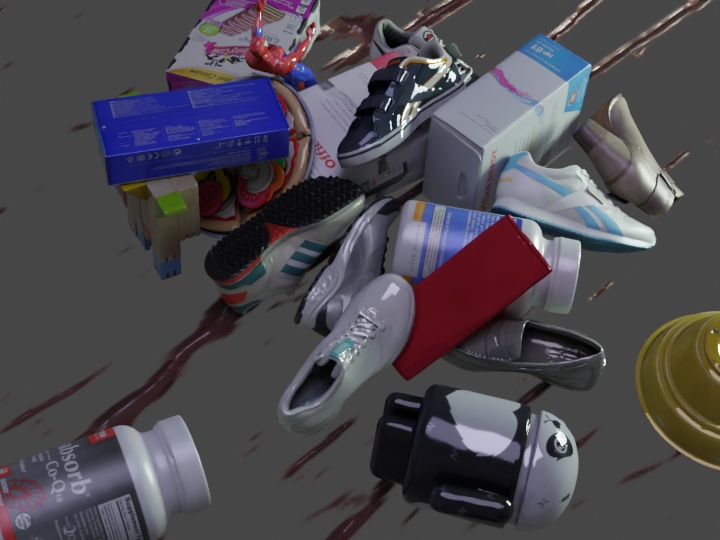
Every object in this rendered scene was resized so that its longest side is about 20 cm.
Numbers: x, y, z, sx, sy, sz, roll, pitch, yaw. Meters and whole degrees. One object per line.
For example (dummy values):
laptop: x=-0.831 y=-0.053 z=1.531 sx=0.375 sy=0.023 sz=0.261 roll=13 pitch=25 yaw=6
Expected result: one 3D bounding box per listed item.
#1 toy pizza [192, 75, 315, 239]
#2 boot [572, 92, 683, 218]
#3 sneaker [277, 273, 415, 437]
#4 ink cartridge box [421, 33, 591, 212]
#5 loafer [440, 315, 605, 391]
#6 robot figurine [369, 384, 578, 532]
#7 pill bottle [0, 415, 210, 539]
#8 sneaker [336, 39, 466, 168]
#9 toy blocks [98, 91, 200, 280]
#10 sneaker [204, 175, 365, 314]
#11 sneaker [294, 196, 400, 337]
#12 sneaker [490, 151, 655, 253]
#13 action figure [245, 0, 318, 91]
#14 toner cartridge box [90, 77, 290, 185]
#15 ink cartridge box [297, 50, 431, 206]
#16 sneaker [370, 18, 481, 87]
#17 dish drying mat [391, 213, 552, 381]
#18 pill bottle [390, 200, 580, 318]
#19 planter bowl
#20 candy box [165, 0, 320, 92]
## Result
toy pizza: x=-0.144 y=-0.135 z=1.376 sx=0.199 sy=0.032 sz=0.202 roll=-8 pitch=72 yaw=25
boot: x=0.330 y=-0.134 z=1.437 sx=0.146 sy=0.070 sz=0.200 roll=45 pitch=33 yaw=3
sneaker: x=-0.012 y=0.084 z=1.214 sx=0.075 sy=0.089 sz=0.200 roll=34 pitch=79 yaw=14
ink cartridge box: x=0.170 y=-0.165 z=1.406 sx=0.085 sy=0.145 sz=0.200 roll=38 pitch=60 yaw=23
loafer: x=0.164 y=0.076 z=1.273 sx=0.199 sy=0.070 sz=0.070 roll=11 pitch=57 yaw=6
robot figurine: x=0.113 y=0.180 z=1.160 sx=0.199 sy=0.125 sz=0.151 roll=13 pitch=67 yaw=7
pill bottle: x=-0.251 y=0.215 z=1.123 sx=0.199 sy=0.116 sz=0.116 roll=-19 pitch=57 yaw=-16
sneaker: x=0.035 y=-0.192 z=1.346 sx=0.200 sy=0.080 sz=0.078 roll=-40 pitch=23 yaw=-33
toy blocks: x=-0.234 y=-0.086 z=1.341 sx=0.099 sy=0.137 sz=0.200 roll=-20 pitch=52 yaw=-22
sneaker: x=-0.077 y=-0.025 z=1.321 sx=0.199 sy=0.094 sz=0.070 roll=-35 pitch=50 yaw=-16
sneaker: x=0.000 y=0.000 z=1.331 sx=0.079 sy=0.074 sz=0.201 roll=31 pitch=58 yaw=-1
sneaker: x=0.251 y=-0.073 z=1.354 sx=0.199 sy=0.076 sz=0.081 roll=18 pitch=79 yaw=-13
action figure: x=-0.081 y=-0.268 z=1.425 sx=0.065 sy=0.200 sz=0.100 roll=16 pitch=93 yaw=19
toner cartridge box: x=-0.184 y=-0.152 z=1.284 sx=0.199 sy=0.043 sz=0.095 roll=-10 pitch=47 yaw=-15
ink cartridge box: x=-0.004 y=-0.161 z=1.433 sx=0.199 sy=0.085 sz=0.146 roll=-25 pitch=58 yaw=-22
sneaker: x=0.090 y=-0.256 z=1.488 sx=0.199 sy=0.089 sz=0.074 roll=27 pitch=54 yaw=26
dish drying mat: x=0.102 y=0.030 z=1.252 sx=0.200 sy=0.018 sz=0.077 roll=-39 pitch=82 yaw=17
pill bottle: x=0.137 y=-0.008 z=1.310 sx=0.199 sy=0.112 sz=0.113 roll=10 pitch=54 yaw=5
planter bowl: x=0.399 y=0.106 z=1.256 sx=0.199 sy=0.084 sz=0.201 roll=1 pitch=54 yaw=-1
candy box: x=-0.148 y=-0.286 z=1.531 sx=0.136 sy=0.061 sz=0.201 roll=15 pitch=55 yaw=11
